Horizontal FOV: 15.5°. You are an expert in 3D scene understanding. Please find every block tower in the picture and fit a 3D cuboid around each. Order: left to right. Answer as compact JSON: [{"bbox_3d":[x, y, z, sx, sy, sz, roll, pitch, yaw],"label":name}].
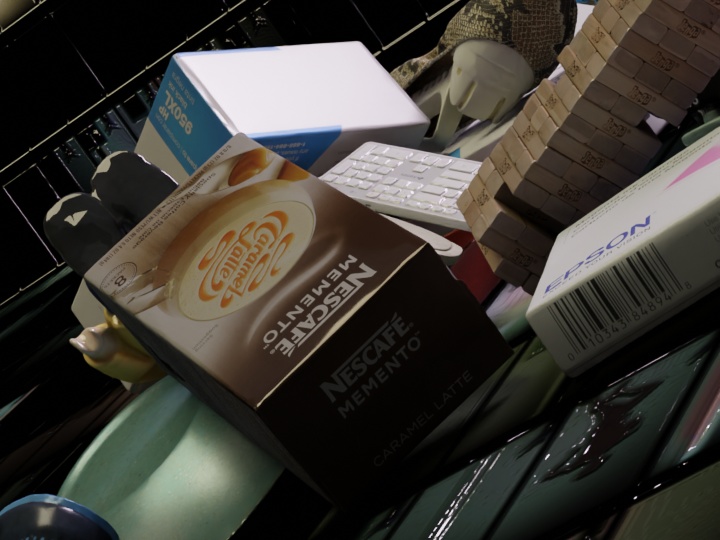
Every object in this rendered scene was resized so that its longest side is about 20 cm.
[{"bbox_3d":[0.124,-0.083,1.315,0.200,0.054,0.058,-56,23,14],"label":"block tower"}]

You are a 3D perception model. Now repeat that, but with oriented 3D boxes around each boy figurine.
[{"bbox_3d":[-0.102,0.009,1.440,0.124,0.064,0.200,-45,-24,-8],"label":"boy figurine"}]

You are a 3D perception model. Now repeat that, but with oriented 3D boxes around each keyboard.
[{"bbox_3d":[0.065,-0.041,1.426,0.200,0.011,0.056,13,44,37],"label":"keyboard"}]

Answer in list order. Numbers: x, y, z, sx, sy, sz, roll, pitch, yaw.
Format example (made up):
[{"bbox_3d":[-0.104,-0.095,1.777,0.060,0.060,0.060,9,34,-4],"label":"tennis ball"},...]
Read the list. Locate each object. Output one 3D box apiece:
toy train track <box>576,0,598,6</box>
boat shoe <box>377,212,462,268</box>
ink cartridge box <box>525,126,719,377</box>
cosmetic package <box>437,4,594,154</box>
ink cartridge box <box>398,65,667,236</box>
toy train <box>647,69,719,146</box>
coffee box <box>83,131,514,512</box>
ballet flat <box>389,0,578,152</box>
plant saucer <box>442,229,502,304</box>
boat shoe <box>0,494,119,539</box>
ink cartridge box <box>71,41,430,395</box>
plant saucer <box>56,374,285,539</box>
[{"bbox_3d":[0.163,-0.145,1.562,0.199,0.033,0.115,9,13,3],"label":"toy train track"},{"bbox_3d":[0.000,0.000,1.428,0.200,0.072,0.068,9,81,70],"label":"boat shoe"},{"bbox_3d":[0.173,-0.044,1.213,0.196,0.043,0.200,-34,9,16],"label":"ink cartridge box"},{"bbox_3d":[0.128,-0.116,1.754,0.200,0.074,0.102,-31,14,27],"label":"cosmetic package"},{"bbox_3d":[0.116,-0.079,1.600,0.116,0.067,0.200,-31,9,38],"label":"ink cartridge box"},{"bbox_3d":[0.230,-0.129,1.376,0.114,0.085,0.200,-26,-2,-35],"label":"toy train"},{"bbox_3d":[-0.034,0.020,1.275,0.114,0.080,0.200,-44,33,-10],"label":"coffee box"},{"bbox_3d":[0.063,-0.109,1.565,0.200,0.068,0.075,-33,28,60],"label":"ballet flat"},{"bbox_3d":[-0.013,0.053,1.469,0.200,0.037,0.200,-30,9,34],"label":"plant saucer"},{"bbox_3d":[-0.171,0.179,1.288,0.200,0.084,0.069,-55,6,49],"label":"boat shoe"},{"bbox_3d":[-0.068,-0.031,1.576,0.144,0.084,0.200,-8,-44,-40],"label":"ink cartridge box"},{"bbox_3d":[-0.106,0.103,1.366,0.201,0.039,0.201,-38,20,17],"label":"plant saucer"}]
